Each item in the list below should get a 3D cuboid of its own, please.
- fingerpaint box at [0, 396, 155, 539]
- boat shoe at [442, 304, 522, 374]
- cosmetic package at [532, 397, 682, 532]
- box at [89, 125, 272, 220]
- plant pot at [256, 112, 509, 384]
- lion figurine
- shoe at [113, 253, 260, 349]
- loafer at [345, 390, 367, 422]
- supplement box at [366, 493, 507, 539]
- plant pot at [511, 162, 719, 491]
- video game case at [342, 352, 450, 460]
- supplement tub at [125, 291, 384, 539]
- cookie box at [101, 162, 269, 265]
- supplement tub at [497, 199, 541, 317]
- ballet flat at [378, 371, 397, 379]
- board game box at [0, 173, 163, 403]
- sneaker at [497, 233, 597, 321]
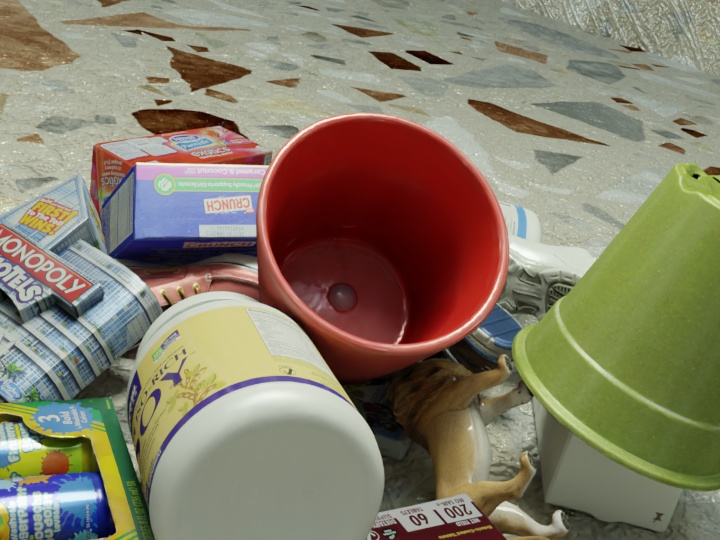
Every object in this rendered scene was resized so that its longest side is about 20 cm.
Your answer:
[{"bbox_3d":[-0.224,0.165,0.651,0.165,0.074,0.200,0,27,-25],"label":"fingerpaint box"},{"bbox_3d":[0.068,0.032,0.976,0.072,0.073,0.200,-5,42,-40],"label":"boat shoe"},{"bbox_3d":[0.216,0.128,0.911,0.106,0.086,0.200,14,23,-2],"label":"cosmetic package"},{"bbox_3d":[-0.208,-0.101,1.205,0.099,0.096,0.199,28,29,32],"label":"box"},{"bbox_3d":[0.000,0.000,0.842,0.198,0.178,0.203,5,67,-12],"label":"plant pot"},{"bbox_3d":[0.081,0.145,0.801,0.072,0.122,0.201,43,29,-40],"label":"lion figurine"},{"bbox_3d":[-0.170,0.034,0.954,0.198,0.072,0.091,1,26,6],"label":"shoe"},{"bbox_3d":[-0.093,0.103,0.841,0.198,0.076,0.070,18,21,14],"label":"loafer"},{"bbox_3d":[0.073,0.233,0.652,0.108,0.061,0.200,-4,29,-31],"label":"supplement box"},{"bbox_3d":[0.247,0.028,0.788,0.198,0.191,0.200,22,23,-10],"label":"plant pot"},{"bbox_3d":[-0.016,0.087,0.960,0.181,0.023,0.200,17,29,13],"label":"video game case"},{"bbox_3d":[-0.080,0.106,0.690,0.144,0.147,0.200,2,19,-20],"label":"supplement tub"},{"bbox_3d":[-0.160,-0.049,1.025,0.169,0.076,0.200,0,-7,-23],"label":"cookie box"},{"bbox_3d":[0.082,-0.028,1.106,0.198,0.133,0.132,15,24,-7],"label":"supplement tub"},{"bbox_3d":[-0.004,0.012,0.977,0.067,0.072,0.202,-19,73,-10],"label":"ballet flat"},{"bbox_3d":[-0.274,0.011,0.881,0.199,0.062,0.200,26,56,30],"label":"board game box"},{"bbox_3d":[0.170,0.005,0.993,0.199,0.079,0.099,26,30,34],"label":"sneaker"}]
